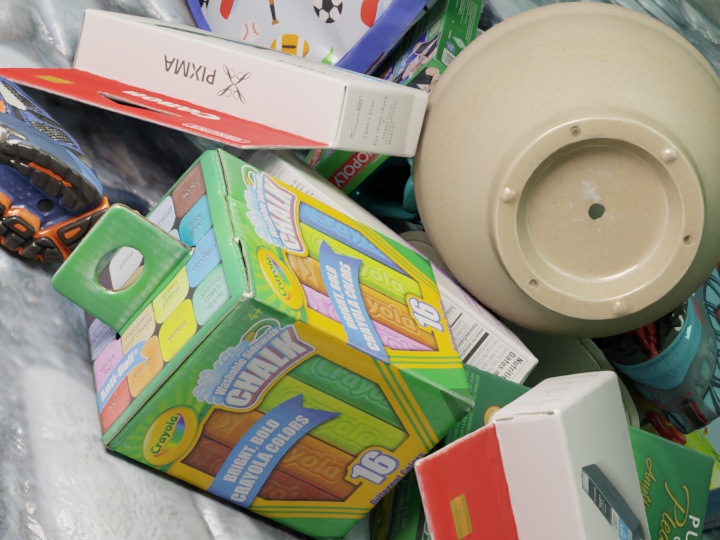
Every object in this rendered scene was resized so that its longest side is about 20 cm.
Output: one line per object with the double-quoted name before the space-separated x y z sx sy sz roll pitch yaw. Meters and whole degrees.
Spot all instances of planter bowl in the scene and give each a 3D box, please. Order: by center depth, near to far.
"planter bowl" 0.131 -0.046 1.428 0.200 0.200 0.135 39 12 -10

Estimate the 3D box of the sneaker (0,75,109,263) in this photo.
"sneaker" -0.219 -0.083 1.305 0.200 0.075 0.078 43 15 -22

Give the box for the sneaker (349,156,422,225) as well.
"sneaker" 0.069 -0.048 1.577 0.080 0.200 0.078 -15 101 -35

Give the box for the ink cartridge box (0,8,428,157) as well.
"ink cartridge box" -0.089 -0.111 1.437 0.200 0.045 0.176 18 10 31

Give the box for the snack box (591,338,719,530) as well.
"snack box" 0.187 0.080 1.649 0.169 0.068 0.200 -2 52 -56

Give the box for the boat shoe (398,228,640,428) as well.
"boat shoe" 0.103 0.043 1.566 0.200 0.072 0.068 41 14 15

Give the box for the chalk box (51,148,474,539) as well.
"chalk box" -0.062 0.033 1.283 0.200 0.125 0.124 26 30 -32

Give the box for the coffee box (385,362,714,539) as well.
"coffee box" 0.108 0.137 1.389 0.200 0.044 0.123 20 72 -33

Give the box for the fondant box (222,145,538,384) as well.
"fondant box" 0.000 0.000 1.450 0.200 0.058 0.144 39 4 -14

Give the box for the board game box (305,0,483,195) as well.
"board game box" 0.023 -0.128 1.643 0.029 0.135 0.200 40 26 -13

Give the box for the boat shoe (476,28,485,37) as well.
"boat shoe" 0.054 -0.120 1.755 0.065 0.074 0.202 33 37 -13

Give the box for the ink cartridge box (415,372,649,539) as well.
"ink cartridge box" 0.104 0.169 1.275 0.176 0.045 0.200 -24 103 -62

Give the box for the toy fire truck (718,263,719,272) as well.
"toy fire truck" 0.296 0.025 1.816 0.141 0.049 0.200 22 68 -50

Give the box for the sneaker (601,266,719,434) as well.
"sneaker" 0.204 0.039 1.599 0.096 0.079 0.200 55 25 -18

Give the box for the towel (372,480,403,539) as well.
"towel" 0.092 0.153 1.413 0.200 0.018 0.086 30 65 -29

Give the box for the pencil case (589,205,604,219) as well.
"pencil case" 0.132 -0.058 1.674 0.078 0.089 0.200 42 0 -18

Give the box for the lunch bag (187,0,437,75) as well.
"lunch bag" -0.023 -0.201 1.650 0.124 0.170 0.200 25 29 -38
